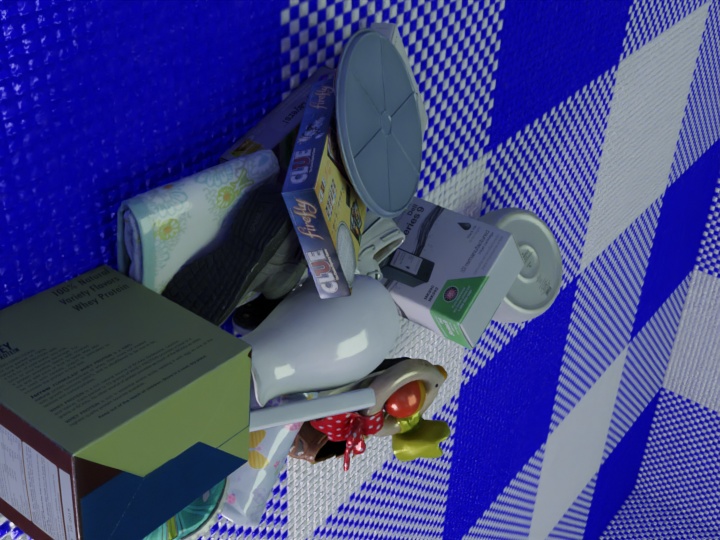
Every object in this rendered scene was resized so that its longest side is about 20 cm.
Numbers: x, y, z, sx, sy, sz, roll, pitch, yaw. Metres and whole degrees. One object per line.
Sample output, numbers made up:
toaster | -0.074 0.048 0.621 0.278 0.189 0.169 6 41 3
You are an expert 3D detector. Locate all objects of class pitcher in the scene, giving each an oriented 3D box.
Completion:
pitcher | -0.067 0.088 1.072 0.199 0.122 0.171 -25 173 -30

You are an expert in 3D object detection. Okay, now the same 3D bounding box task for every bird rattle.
bird rattle | 0.037 0.185 1.327 0.199 0.113 0.164 15 114 -39

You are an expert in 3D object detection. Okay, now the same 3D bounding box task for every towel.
towel | -0.166 -0.018 0.983 0.171 0.048 0.201 -30 147 -37

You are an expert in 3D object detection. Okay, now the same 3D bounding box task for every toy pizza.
toy pizza | 0.015 -0.155 1.032 0.200 0.031 0.202 14 74 -62

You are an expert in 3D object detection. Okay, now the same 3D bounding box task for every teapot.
teapot | 0.224 -0.006 1.579 0.199 0.146 0.199 1 81 -34

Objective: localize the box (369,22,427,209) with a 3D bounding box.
box | 0.037 -0.184 1.184 0.200 0.036 0.145 56 42 -61

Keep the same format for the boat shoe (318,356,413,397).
boat shoe | 0.002 0.145 1.352 0.200 0.063 0.074 -8 143 -38

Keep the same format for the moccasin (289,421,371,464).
moccasin | -0.027 0.240 1.404 0.201 0.077 0.074 6 109 -60

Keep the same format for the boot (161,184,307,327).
boot | -0.113 0.013 0.984 0.200 0.070 0.132 -46 159 0

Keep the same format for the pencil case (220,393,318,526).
pencil case | -0.127 0.223 1.226 0.201 0.083 0.091 -65 169 0

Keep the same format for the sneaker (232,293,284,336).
sneaker | -0.082 0.063 1.197 0.199 0.072 0.073 -10 128 -52

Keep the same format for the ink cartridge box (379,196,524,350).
ink cartridge box | 0.096 -0.005 1.307 0.146 0.199 0.084 -57 147 -14

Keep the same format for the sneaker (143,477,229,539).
sneaker | -0.229 0.284 1.117 0.200 0.077 0.080 -43 135 -34

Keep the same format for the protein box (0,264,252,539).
protein box | -0.234 0.121 0.853 0.198 0.199 0.136 -30 136 -46

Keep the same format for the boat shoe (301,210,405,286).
boat shoe | -0.001 0.002 1.191 0.202 0.086 0.075 -46 172 -47

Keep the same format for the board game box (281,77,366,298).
board game box | -0.030 -0.089 0.997 0.201 0.034 0.136 -80 158 -49

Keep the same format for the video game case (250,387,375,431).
video game case | -0.107 0.167 1.076 0.199 0.182 0.023 -9 82 -26

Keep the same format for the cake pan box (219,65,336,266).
cake pan box | -0.067 -0.103 1.118 0.184 0.052 0.201 -45 144 -29
